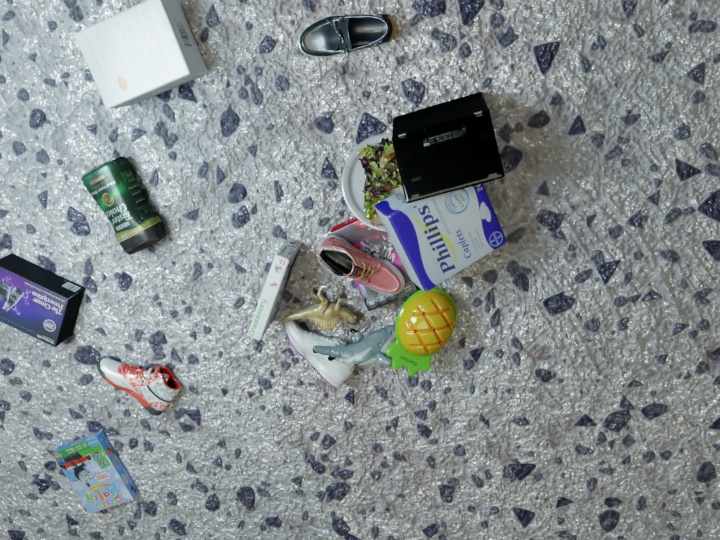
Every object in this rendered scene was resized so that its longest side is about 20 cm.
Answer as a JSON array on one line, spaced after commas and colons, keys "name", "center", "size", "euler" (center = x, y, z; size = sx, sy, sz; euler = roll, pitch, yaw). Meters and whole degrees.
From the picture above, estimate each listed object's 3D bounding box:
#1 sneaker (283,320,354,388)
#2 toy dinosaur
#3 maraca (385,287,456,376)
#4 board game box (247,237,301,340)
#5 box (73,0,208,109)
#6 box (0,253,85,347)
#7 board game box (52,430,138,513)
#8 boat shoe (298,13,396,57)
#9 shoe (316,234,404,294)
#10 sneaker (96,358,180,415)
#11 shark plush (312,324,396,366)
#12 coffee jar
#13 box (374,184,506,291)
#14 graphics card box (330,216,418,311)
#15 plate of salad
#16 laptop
[{"name": "sneaker", "center": [-0.093, 0.175, 1.420], "size": [0.100, 0.075, 0.200], "euler": [-45, 97, -1]}, {"name": "toy dinosaur", "center": [-0.087, 0.083, 1.367], "size": [0.197, 0.058, 0.103], "euler": [0, 91, -9]}, {"name": "maraca", "center": [0.134, 0.133, 1.335], "size": [0.136, 0.107, 0.202], "euler": [24, 96, -16]}, {"name": "board game box", "center": [-0.188, 0.040, 1.348], "size": [0.034, 0.126, 0.202], "euler": [22, 109, -1]}, {"name": "box", "center": [-0.439, -0.436, 1.237], "size": [0.197, 0.106, 0.154], "euler": [-17, 105, 13]}, {"name": "box", "center": [-0.784, 0.071, 1.468], "size": [0.198, 0.079, 0.142], "euler": [25, 112, -1]}, {"name": "board game box", "center": [-0.703, 0.538, 1.630], "size": [0.150, 0.037, 0.202], "euler": [-21, 105, 13]}, {"name": "boat shoe", "center": [-0.029, -0.462, 1.196], "size": [0.197, 0.062, 0.076], "euler": [-4, 109, 11]}, {"name": "shoe", "center": [0.000, 0.000, 1.274], "size": [0.199, 0.091, 0.072], "euler": [31, 110, -2]}, {"name": "sneaker", "center": [-0.535, 0.256, 1.500], "size": [0.201, 0.067, 0.108], "euler": [42, 108, -10]}, {"name": "shark plush", "center": [-0.008, 0.168, 1.384], "size": [0.197, 0.091, 0.085], "euler": [-2, 94, -2]}, {"name": "coffee jar", "center": [-0.519, -0.141, 1.356], "size": [0.103, 0.085, 0.202], "euler": [-24, 104, 15]}, {"name": "box", "center": [0.160, -0.092, 1.222], "size": [0.199, 0.105, 0.185], "euler": [-31, 113, -4]}, {"name": "graphics card box", "center": [0.032, -0.025, 1.337], "size": [0.124, 0.051, 0.202], "euler": [-22, 105, 14]}, {"name": "plate of salad", "center": [0.060, -0.182, 1.256], "size": [0.197, 0.048, 0.203], "euler": [0, 90, -5]}, {"name": "laptop", "center": [0.163, -0.241, 1.178], "size": [0.185, 0.116, 0.203], "euler": [-14, 84, 12]}]
